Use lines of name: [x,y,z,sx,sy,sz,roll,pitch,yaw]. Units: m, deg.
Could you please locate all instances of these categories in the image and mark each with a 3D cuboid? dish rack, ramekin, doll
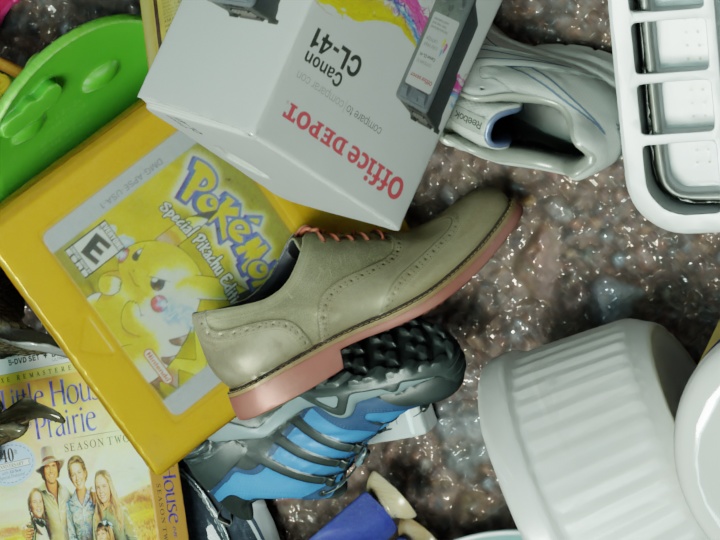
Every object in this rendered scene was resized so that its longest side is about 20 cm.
dish rack: [0.234,-0.108,1.314,0.200,0.044,0.172,-2,108,18]
ramekin: [0.151,0.118,1.362,0.094,0.202,0.202,-28,98,15]
doll: [-0.039,0.215,1.485,0.200,0.048,0.136,-41,123,-9]

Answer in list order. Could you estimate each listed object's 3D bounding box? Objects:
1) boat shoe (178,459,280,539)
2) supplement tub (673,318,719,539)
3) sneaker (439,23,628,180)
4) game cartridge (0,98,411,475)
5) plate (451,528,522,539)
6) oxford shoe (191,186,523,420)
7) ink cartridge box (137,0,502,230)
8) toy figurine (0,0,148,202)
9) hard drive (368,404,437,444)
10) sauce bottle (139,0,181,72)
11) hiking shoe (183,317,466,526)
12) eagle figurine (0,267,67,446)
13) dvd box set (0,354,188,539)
boat shoe: [-0.089,0.200,1.539,0.071,0.091,0.200,-19,102,41]
supplement tub: [0.244,0.062,1.287,0.145,0.200,0.145,5,108,16]
sneaker: [0.057,-0.101,1.373,0.200,0.087,0.075,15,116,18]
game cartridge: [-0.084,-0.014,1.407,0.200,0.032,0.176,-37,107,-9]
plate: [0.089,0.236,1.496,0.200,0.026,0.200,0,114,0]
oxford shoe: [0.000,0.000,1.388,0.075,0.200,0.070,58,161,-6]
ink cartridge box: [-0.006,-0.140,1.296,0.086,0.148,0.200,17,81,37]
toy figurine: [-0.232,-0.106,1.446,0.184,0.200,0.150,37,154,30]
hard drive: [-0.045,0.012,1.492,0.132,0.027,0.200,-11,105,25]
sauce bottle: [-0.091,-0.177,1.371,0.066,0.066,0.200,-17,69,27]
hiking shoe: [-0.016,0.085,1.462,0.200,0.074,0.087,-17,117,32]
eagle figurine: [-0.262,0.018,1.487,0.152,0.151,0.200,-32,79,52]
dvd box set: [-0.167,0.144,1.538,0.146,0.029,0.200,-11,85,39]
